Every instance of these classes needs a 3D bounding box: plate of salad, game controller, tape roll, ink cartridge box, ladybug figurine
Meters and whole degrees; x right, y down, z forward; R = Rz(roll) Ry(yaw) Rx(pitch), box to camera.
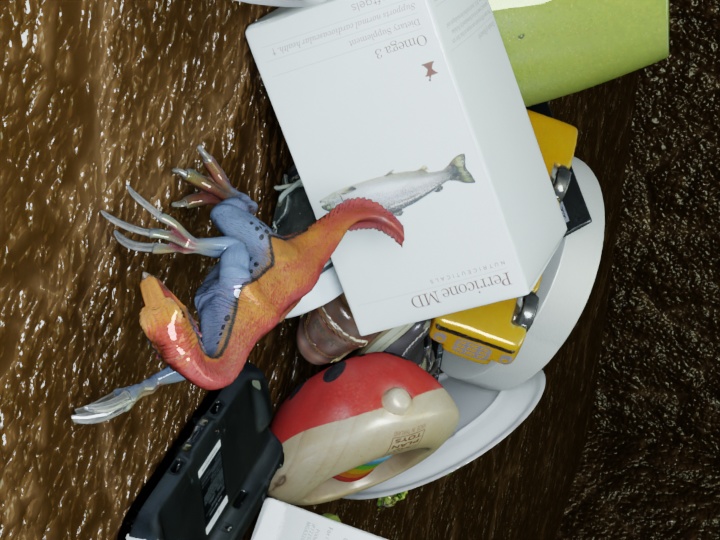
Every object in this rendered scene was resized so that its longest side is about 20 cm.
[{"bbox_3d":[0.063,0.134,1.283,0.048,0.200,0.200,63,28,-16],"label":"plate of salad"},{"bbox_3d":[-0.098,0.141,0.968,0.200,0.042,0.105,-59,142,-54],"label":"game controller"},{"bbox_3d":[0.118,-0.004,1.257,0.203,0.037,0.203,-45,-145,43],"label":"tape roll"},{"bbox_3d":[0.020,0.219,1.155,0.200,0.176,0.045,65,42,-76],"label":"ink cartridge box"},{"bbox_3d":[-0.005,0.108,1.100,0.200,0.135,0.072,-47,-121,60],"label":"ladybug figurine"}]

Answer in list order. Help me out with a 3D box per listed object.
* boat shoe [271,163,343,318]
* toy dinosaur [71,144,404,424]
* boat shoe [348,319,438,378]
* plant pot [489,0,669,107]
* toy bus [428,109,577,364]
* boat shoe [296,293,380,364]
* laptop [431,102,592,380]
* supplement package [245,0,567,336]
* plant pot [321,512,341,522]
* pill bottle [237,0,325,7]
[{"bbox_3d":[-0.029,-0.040,1.036,0.200,0.072,0.071,-65,137,-58],"label":"boat shoe"},{"bbox_3d":[-0.058,0.000,0.780,0.182,0.199,0.105,-121,-163,-63],"label":"toy dinosaur"},{"bbox_3d":[0.028,0.072,1.192,0.072,0.065,0.200,-50,177,-32],"label":"boat shoe"},{"bbox_3d":[0.110,-0.190,1.082,0.187,0.199,0.188,-1,90,-78],"label":"plant pot"},{"bbox_3d":[0.098,-0.024,1.105,0.078,0.065,0.200,112,-3,-59],"label":"toy bus"},{"bbox_3d":[0.000,0.000,1.119,0.070,0.070,0.200,-46,-176,27],"label":"boat shoe"},{"bbox_3d":[0.097,-0.016,1.256,0.177,0.103,0.200,-100,-167,-49],"label":"laptop"},{"bbox_3d":[0.032,-0.082,0.960,0.200,0.117,0.117,69,23,-13],"label":"supplement package"},{"bbox_3d":[0.034,0.322,1.319,0.200,0.184,0.201,11,90,-76],"label":"plant pot"},{"bbox_3d":[-0.046,-0.224,0.692,0.112,0.112,0.201,8,94,-76],"label":"pill bottle"}]
